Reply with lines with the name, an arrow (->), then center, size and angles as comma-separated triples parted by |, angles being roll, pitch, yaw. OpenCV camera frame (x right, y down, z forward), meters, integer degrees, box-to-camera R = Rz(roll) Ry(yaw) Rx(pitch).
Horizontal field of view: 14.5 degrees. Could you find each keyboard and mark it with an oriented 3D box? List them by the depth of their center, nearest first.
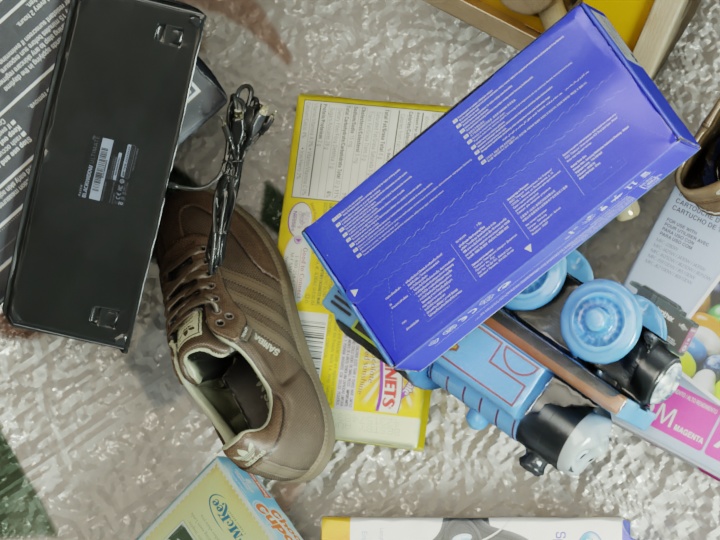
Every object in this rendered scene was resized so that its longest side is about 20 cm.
keyboard -> -0.121, -0.052, 1.590 | 0.126, 0.021, 0.201 | 13, 101, -5

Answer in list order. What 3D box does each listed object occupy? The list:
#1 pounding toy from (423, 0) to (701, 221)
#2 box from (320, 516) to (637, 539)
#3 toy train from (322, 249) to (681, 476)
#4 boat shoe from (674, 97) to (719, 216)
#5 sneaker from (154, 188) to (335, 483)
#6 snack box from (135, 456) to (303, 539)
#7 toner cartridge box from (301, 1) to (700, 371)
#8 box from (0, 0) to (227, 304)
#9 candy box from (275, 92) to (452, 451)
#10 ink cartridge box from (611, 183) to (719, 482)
pounding toy -> 0.123, -0.173, 1.567 | 0.183, 0.201, 0.142 | 28, 45, 8
box -> 0.076, 0.199, 1.602 | 0.199, 0.041, 0.120 | 0, 82, 11
toy train -> 0.081, 0.031, 1.572 | 0.200, 0.087, 0.115 | 36, 95, 21
boat shoe -> 0.245, -0.102, 1.513 | 0.072, 0.072, 0.200 | 50, 117, 30
sneaker -> -0.078, 0.029, 1.622 | 0.070, 0.075, 0.201 | -41, 61, 22
snack box -> -0.057, 0.217, 1.601 | 0.116, 0.037, 0.200 | -45, 64, 16
toner cartridge box -> 0.074, -0.043, 1.513 | 0.200, 0.043, 0.095 | -38, 72, 15
box -> -0.217, -0.114, 1.632 | 0.200, 0.123, 0.199 | -41, 104, 2
candy box -> 0.000, 0.000, 1.654 | 0.102, 0.026, 0.201 | 7, 84, 13
ink cartridge box -> 0.213, 0.011, 1.598 | 0.119, 0.042, 0.201 | 27, 87, 16
